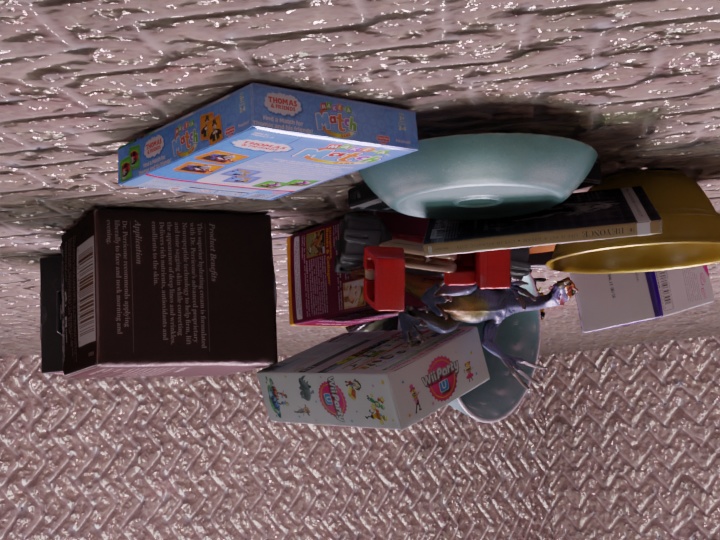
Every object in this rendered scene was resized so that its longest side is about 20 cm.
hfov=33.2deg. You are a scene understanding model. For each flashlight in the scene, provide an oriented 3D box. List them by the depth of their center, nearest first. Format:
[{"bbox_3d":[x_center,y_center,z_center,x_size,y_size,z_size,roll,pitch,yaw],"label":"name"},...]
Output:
[{"bbox_3d":[0.076,-0.026,1.255,0.199,0.068,0.068,8,151,-11],"label":"flashlight"}]

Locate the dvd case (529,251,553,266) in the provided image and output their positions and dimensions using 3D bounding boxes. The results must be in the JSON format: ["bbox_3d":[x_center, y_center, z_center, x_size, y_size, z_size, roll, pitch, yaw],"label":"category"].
[{"bbox_3d":[0.150,-0.013,1.541,0.199,0.025,0.150,-2,179,-13],"label":"dvd case"}]

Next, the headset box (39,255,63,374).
[{"bbox_3d":[-0.338,0.061,1.568,0.077,0.150,0.200,-6,171,21],"label":"headset box"}]

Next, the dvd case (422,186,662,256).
[{"bbox_3d":[0.159,-0.045,1.075,0.199,0.016,0.149,-6,-166,8],"label":"dvd case"}]

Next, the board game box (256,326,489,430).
[{"bbox_3d":[0.012,0.112,1.282,0.199,0.065,0.147,-6,-167,46],"label":"board game box"}]

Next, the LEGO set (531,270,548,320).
[{"bbox_3d":[0.165,0.055,1.702,0.199,0.155,0.116,-1,173,10],"label":"LEGO set"}]

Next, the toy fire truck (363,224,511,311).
[{"bbox_3d":[0.069,-0.013,1.129,0.140,0.049,0.200,-2,-166,-3],"label":"toy fire truck"}]

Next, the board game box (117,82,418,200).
[{"bbox_3d":[-0.076,-0.094,0.941,0.151,0.037,0.200,4,170,-38],"label":"board game box"}]

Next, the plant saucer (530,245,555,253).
[{"bbox_3d":[0.178,-0.047,1.373,0.199,0.038,0.200,-3,172,0],"label":"plant saucer"}]

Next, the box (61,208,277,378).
[{"bbox_3d":[-0.213,0.030,1.320,0.199,0.167,0.164,2,170,-26],"label":"box"}]

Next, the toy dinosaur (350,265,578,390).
[{"bbox_3d":[0.126,0.019,1.222,0.181,0.200,0.105,-16,144,-44],"label":"toy dinosaur"}]

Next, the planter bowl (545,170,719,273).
[{"bbox_3d":[0.282,-0.051,1.202,0.199,0.084,0.200,-2,172,0],"label":"planter bowl"}]

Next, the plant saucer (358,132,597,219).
[{"bbox_3d":[0.097,-0.072,1.002,0.199,0.036,0.200,-2,171,0],"label":"plant saucer"}]

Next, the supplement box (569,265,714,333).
[{"bbox_3d":[0.338,0.007,1.444,0.103,0.102,0.200,-15,175,35],"label":"supplement box"}]

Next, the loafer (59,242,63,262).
[{"bbox_3d":[-0.264,0.003,1.447,0.199,0.073,0.073,2,170,-34],"label":"loafer"}]

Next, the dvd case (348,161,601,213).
[{"bbox_3d":[0.105,-0.081,1.148,0.150,0.025,0.200,3,170,-36],"label":"dvd case"}]

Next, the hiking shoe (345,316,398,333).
[{"bbox_3d":[0.077,0.072,1.524,0.199,0.101,0.076,-21,-172,-24],"label":"hiking shoe"}]

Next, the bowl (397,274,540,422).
[{"bbox_3d":[0.117,0.072,1.410,0.105,0.202,0.200,4,178,38],"label":"bowl"}]

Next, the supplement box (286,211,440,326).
[{"bbox_3d":[0.000,0.000,1.378,0.085,0.111,0.200,2,171,-33],"label":"supplement box"}]
